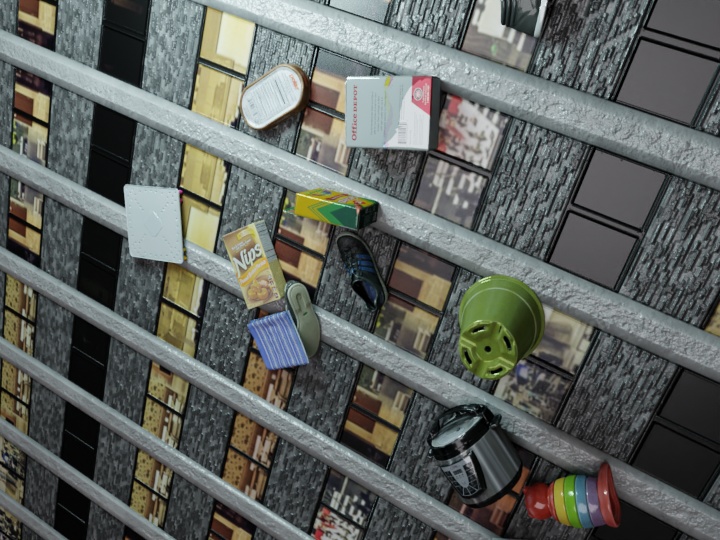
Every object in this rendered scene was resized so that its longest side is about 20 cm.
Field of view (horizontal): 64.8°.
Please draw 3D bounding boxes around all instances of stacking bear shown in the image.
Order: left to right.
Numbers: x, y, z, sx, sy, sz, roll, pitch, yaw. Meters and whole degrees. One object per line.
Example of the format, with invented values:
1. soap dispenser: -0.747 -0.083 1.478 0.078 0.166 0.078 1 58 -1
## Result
1. stacking bear: 0.465 0.515 1.271 0.194 0.113 0.126 -15 98 31

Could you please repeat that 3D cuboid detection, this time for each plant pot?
1. plant pot: 0.285 0.134 1.201 0.193 0.189 0.208 6 105 21

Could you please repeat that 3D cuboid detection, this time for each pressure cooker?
1. pressure cooker: 0.252 0.407 1.298 0.173 0.179 0.204 -33 89 -12

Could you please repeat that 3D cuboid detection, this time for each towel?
1. towel: -0.220 0.189 1.495 0.197 0.024 0.149 -18 96 48

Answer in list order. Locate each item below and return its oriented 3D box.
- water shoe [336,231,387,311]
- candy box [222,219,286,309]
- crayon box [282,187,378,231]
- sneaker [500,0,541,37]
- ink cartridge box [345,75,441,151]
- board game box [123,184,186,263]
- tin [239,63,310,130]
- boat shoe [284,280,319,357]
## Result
1. water shoe: 0.000 0.000 1.354 0.071 0.079 0.204 -33 89 27
2. candy box: -0.273 -0.014 1.484 0.112 0.055 0.207 -17 97 26
3. crayon box: -0.068 -0.148 1.319 0.193 0.127 0.053 15 109 19
4. sneaker: 0.315 -0.557 1.073 0.096 0.071 0.208 13 112 15
5. ink cartridge box: 0.069 -0.342 1.231 0.193 0.083 0.152 8 107 22
6. board game box: -0.578 -0.134 1.605 0.193 0.026 0.208 7 106 22
7. tin: -0.208 -0.413 1.363 0.195 0.042 0.115 -23 98 27
8. boat shoe: -0.153 0.125 1.473 0.067 0.070 0.208 16 122 57
